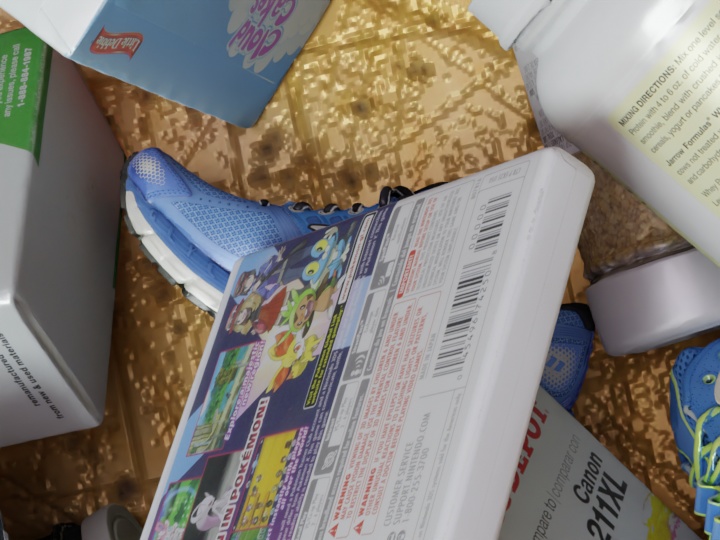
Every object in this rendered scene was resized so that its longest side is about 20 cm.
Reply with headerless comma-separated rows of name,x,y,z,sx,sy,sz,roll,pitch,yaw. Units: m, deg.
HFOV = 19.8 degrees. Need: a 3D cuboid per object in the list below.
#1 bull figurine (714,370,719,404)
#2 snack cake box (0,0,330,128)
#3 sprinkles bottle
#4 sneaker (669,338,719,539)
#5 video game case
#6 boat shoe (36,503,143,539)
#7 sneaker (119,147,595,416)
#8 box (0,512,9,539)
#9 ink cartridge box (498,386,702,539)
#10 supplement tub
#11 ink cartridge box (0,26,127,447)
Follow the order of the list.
bull figurine,0.146,0.118,0.594,0.121,0.065,0.202,16,83,-25
snack cake box,-0.094,-0.120,0.746,0.115,0.200,0.067,35,96,12
sprinkles bottle,0.094,-0.072,0.766,0.068,0.068,0.202,-18,84,12
sneaker,0.141,0.083,0.712,0.104,0.200,0.076,15,130,30
video game case,-0.014,0.070,0.640,0.023,0.182,0.201,30,64,-27
boat shoe,-0.085,0.194,0.802,0.060,0.076,0.201,-25,71,11
sneaker,0.000,0.000,0.791,0.199,0.079,0.090,27,87,5
box,-0.155,0.152,0.758,0.046,0.200,0.160,-11,85,-20
ink cartridge box,0.076,0.148,0.689,0.200,0.146,0.083,43,121,-6
supplement tub,0.148,-0.068,0.665,0.200,0.145,0.145,40,97,0
ink cartridge box,-0.200,0.002,0.796,0.198,0.083,0.147,-12,48,13
